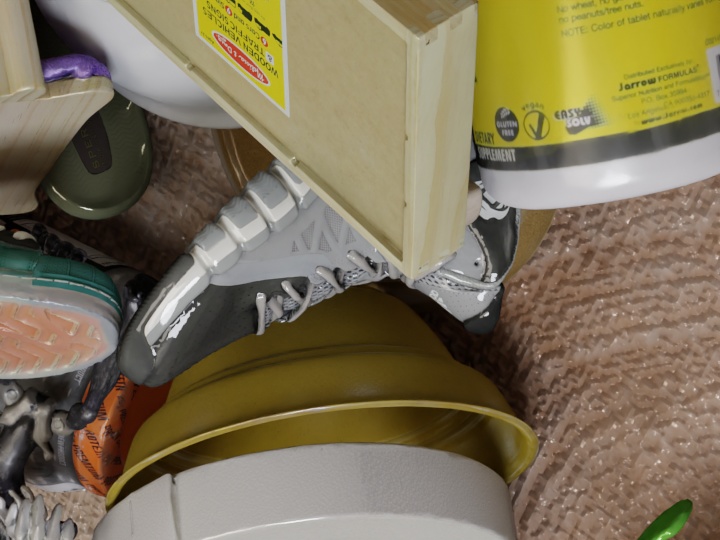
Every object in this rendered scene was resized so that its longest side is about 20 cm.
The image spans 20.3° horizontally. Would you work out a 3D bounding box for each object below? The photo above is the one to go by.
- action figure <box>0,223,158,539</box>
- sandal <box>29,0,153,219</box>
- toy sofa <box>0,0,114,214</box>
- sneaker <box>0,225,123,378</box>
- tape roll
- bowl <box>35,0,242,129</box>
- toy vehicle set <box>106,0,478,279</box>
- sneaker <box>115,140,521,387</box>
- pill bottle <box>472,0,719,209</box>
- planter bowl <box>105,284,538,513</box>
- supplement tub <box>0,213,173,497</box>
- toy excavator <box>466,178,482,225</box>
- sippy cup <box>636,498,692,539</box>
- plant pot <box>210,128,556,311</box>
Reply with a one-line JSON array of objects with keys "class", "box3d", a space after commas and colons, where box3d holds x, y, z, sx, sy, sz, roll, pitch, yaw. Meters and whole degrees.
[{"class": "action figure", "box3d": [-0.166, 0.083, 0.915, 0.118, 0.102, 0.201, 29, 97, 6]}, {"class": "sandal", "box3d": [-0.152, -0.120, 0.977, 0.202, 0.079, 0.057, 65, 173, -13]}, {"class": "toy sofa", "box3d": [-0.186, -0.086, 0.922, 0.200, 0.097, 0.083, 142, 117, -65]}, {"class": "sneaker", "box3d": [-0.191, -0.007, 0.863, 0.198, 0.080, 0.072, 5, 147, 14]}, {"class": "tape roll", "box3d": [-0.025, 0.135, 0.931, 0.202, 0.202, 0.037, -32, 55, 39]}, {"class": "bowl", "box3d": [-0.079, -0.161, 0.869, 0.200, 0.090, 0.203, 2, 95, 25]}, {"class": "toy vehicle set", "box3d": [-0.036, -0.101, 0.721, 0.200, 0.026, 0.125, 43, 153, 27]}, {"class": "sneaker", "box3d": [0.000, 0.000, 0.837, 0.115, 0.200, 0.075, 45, 169, 0]}, {"class": "pill bottle", "box3d": [0.084, -0.133, 0.784, 0.112, 0.112, 0.202, -4, 103, 36]}, {"class": "planter bowl", "box3d": [-0.022, 0.060, 0.929, 0.200, 0.199, 0.084, -29, 60, 39]}, {"class": "supplement tub", "box3d": [-0.180, 0.036, 1.039, 0.199, 0.122, 0.123, 25, 122, 26]}, {"class": "toy excavator", "box3d": [-0.011, -0.130, 0.758, 0.201, 0.099, 0.195, 60, 159, 26]}, {"class": "sippy cup", "box3d": [0.197, 0.171, 0.833, 0.177, 0.140, 0.131, 21, 119, -25]}, {"class": "plant pot", "box3d": [0.002, -0.071, 0.927, 0.199, 0.027, 0.202, 14, 117, 30]}]
